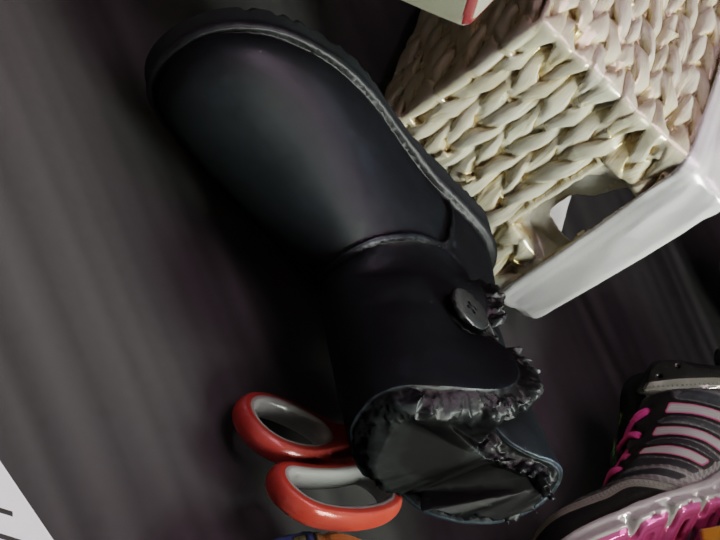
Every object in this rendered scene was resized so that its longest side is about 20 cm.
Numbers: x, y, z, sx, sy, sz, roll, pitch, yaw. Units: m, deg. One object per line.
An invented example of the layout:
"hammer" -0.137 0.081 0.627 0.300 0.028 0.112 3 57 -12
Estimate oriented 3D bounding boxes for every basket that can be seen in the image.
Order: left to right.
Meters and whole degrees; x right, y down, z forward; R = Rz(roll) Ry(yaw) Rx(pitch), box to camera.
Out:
"basket" 0.103 -0.100 1.110 0.123 0.135 0.200 42 40 -18

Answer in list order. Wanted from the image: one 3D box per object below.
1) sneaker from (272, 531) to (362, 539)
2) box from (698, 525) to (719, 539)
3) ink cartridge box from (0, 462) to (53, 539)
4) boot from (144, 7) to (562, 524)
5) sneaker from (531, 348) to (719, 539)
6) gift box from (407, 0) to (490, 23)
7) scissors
"sneaker" -0.018 0.181 0.847 0.075 0.088 0.200 2 34 -2
"box" 0.181 0.202 0.999 0.200 0.041 0.119 -101 178 -50
"ink cartridge box" -0.171 0.066 0.757 0.200 0.044 0.094 57 35 -4
"boot" 0.000 0.000 0.940 0.200 0.076 0.168 40 23 -34
"sneaker" 0.137 0.092 1.074 0.199 0.074 0.087 -24 53 -36
"gift box" 0.040 -0.236 0.967 0.186 0.185 0.200 26 40 13
"scissors" 0.023 0.081 0.979 0.200 0.014 0.073 7 34 -49
